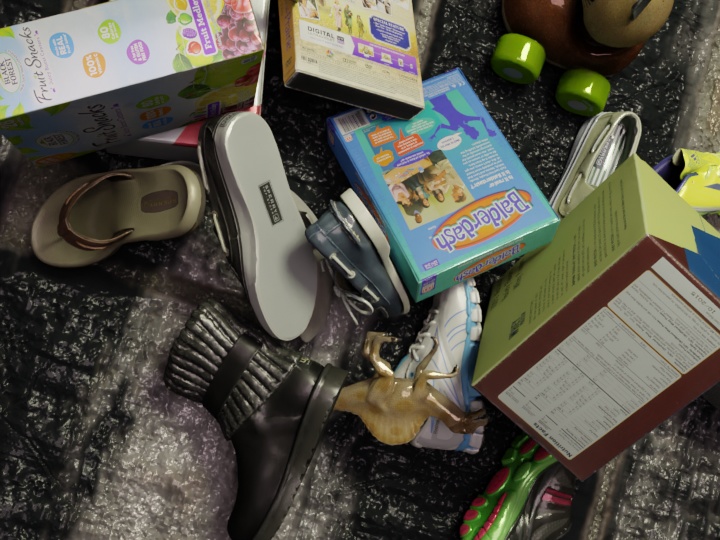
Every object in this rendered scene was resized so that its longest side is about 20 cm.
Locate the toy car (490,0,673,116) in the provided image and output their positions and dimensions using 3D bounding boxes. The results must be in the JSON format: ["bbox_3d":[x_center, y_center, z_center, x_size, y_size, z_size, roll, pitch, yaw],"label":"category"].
[{"bbox_3d":[0.238,-0.270,0.829,0.156,0.200,0.166,23,82,-9],"label":"toy car"}]

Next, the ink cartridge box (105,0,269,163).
[{"bbox_3d":[-0.162,-0.209,0.801,0.144,0.083,0.203,5,85,-10],"label":"ink cartridge box"}]

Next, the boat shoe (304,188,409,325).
[{"bbox_3d":[0.000,0.000,0.777,0.061,0.200,0.075,-33,66,-2],"label":"boat shoe"}]

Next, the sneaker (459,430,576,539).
[{"bbox_3d":[0.182,0.222,0.860,0.200,0.077,0.084,-47,113,-8],"label":"sneaker"}]

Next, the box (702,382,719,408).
[{"bbox_3d":[0.423,0.039,0.892,0.101,0.112,0.201,40,81,-5],"label":"box"}]

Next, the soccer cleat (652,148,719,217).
[{"bbox_3d":[0.367,-0.099,0.904,0.198,0.065,0.084,-25,121,-10],"label":"soccer cleat"}]

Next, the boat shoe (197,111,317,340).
[{"bbox_3d":[-0.092,-0.037,0.745,0.070,0.063,0.203,-24,108,-41],"label":"boat shoe"}]

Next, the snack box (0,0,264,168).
[{"bbox_3d":[-0.181,-0.151,0.666,0.197,0.169,0.069,-17,89,-10],"label":"snack box"}]

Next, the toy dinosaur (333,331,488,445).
[{"bbox_3d":[0.020,0.110,0.794,0.197,0.058,0.103,3,90,11],"label":"toy dinosaur"}]

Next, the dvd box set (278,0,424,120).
[{"bbox_3d":[-0.012,-0.252,0.810,0.145,0.029,0.203,8,67,-34],"label":"dvd box set"}]

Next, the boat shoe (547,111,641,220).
[{"bbox_3d":[0.236,-0.075,0.886,0.071,0.062,0.203,18,84,-10],"label":"boat shoe"}]

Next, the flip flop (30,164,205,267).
[{"bbox_3d":[-0.224,-0.049,0.748,0.198,0.057,0.082,-7,90,30],"label":"flip flop"}]

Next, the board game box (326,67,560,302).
[{"bbox_3d":[0.075,-0.088,0.822,0.150,0.045,0.201,-22,64,-12],"label":"board game box"}]

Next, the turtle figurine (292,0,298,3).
[{"bbox_3d":[-0.125,-0.291,0.726,0.159,0.064,0.203,6,83,0],"label":"turtle figurine"}]

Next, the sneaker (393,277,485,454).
[{"bbox_3d":[0.074,0.082,0.840,0.085,0.075,0.203,-2,87,-6],"label":"sneaker"}]

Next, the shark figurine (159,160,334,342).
[{"bbox_3d":[-0.078,-0.052,0.809,0.215,0.089,0.128,46,78,-7],"label":"shark figurine"}]

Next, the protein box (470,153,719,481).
[{"bbox_3d":[0.224,0.037,0.768,0.135,0.199,0.200,40,118,-6],"label":"protein box"}]

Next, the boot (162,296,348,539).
[{"bbox_3d":[-0.118,0.146,0.787,0.156,0.079,0.213,24,98,3],"label":"boot"}]
